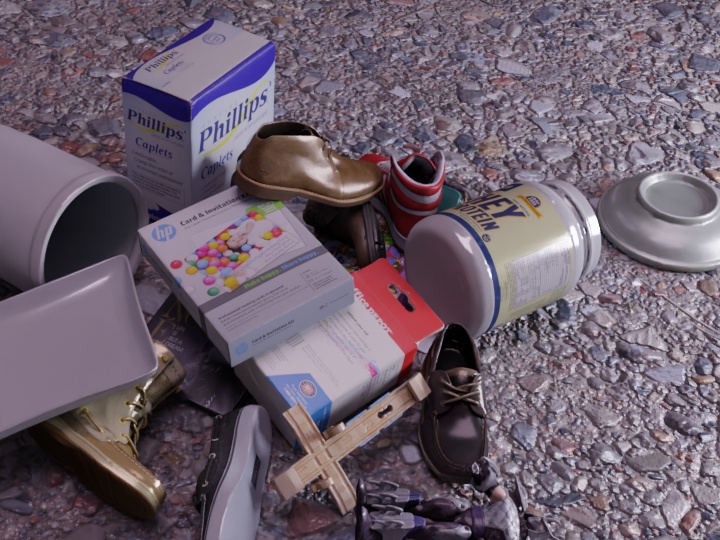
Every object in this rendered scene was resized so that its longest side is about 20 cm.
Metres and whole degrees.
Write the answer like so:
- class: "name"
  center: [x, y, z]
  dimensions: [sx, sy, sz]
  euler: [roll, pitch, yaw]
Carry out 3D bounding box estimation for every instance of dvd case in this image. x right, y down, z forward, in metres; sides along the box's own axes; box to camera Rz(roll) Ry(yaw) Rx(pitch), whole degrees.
- class: "dvd case"
  center: [-0.157, 0.062, 1.365]
  dimensions: [0.147, 0.016, 0.201]
  euler: [20, 54, 20]

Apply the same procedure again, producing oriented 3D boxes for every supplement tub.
- class: "supplement tub"
  center: [0.164, -0.018, 1.413]
  dimensions: [0.198, 0.147, 0.145]
  euler: [-22, 45, -31]

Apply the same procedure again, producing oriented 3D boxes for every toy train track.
- class: "toy train track"
  center: [-0.002, 0.160, 1.215]
  dimensions: [0.199, 0.032, 0.116]
  euler: [-33, 91, -31]

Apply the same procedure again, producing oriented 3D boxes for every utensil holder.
- class: "utensil holder"
  center: [-0.372, -0.062, 1.415]
  dimensions: [0.198, 0.172, 0.170]
  euler: [24, 43, 27]

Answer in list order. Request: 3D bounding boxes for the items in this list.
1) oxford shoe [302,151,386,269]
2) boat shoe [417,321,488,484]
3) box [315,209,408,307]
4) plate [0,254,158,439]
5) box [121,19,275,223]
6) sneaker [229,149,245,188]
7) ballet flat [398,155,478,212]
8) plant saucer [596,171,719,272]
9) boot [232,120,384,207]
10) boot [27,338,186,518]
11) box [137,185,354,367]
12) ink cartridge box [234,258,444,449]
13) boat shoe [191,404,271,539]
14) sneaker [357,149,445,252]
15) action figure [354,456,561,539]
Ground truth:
- class: "oxford shoe"
  center: [-0.021, -0.056, 1.460]
  dimensions: [0.083, 0.073, 0.201]
  euler: [-21, 40, -4]
- class: "boat shoe"
  center: [0.095, 0.132, 1.283]
  dimensions: [0.073, 0.074, 0.201]
  euler: [-1, 39, -5]
- class: "box"
  center: [0.000, 0.000, 1.467]
  dimensions: [0.135, 0.040, 0.200]
  euler: [18, 41, 17]
- class: "plate"
  center: [-0.309, 0.083, 1.248]
  dimensions: [0.197, 0.033, 0.201]
  euler: [-22, 40, -6]
- class: "box"
  center: [-0.199, -0.179, 1.543]
  dimensions: [0.104, 0.202, 0.184]
  euler: [22, 42, 21]
- class: "sneaker"
  center: [-0.114, -0.076, 1.446]
  dimensions: [0.069, 0.110, 0.200]
  euler: [19, 7, -25]
- class: "ballet flat"
  center: [0.101, -0.089, 1.564]
  dimensions: [0.071, 0.073, 0.200]
  euler: [-12, 25, -18]
- class: "plant saucer"
  center: [0.406, -0.079, 1.586]
  dimensions: [0.197, 0.051, 0.202]
  euler: [2, 38, -2]
- class: "boot"
  center: [-0.044, -0.121, 1.383]
  dimensions: [0.198, 0.076, 0.074]
  euler: [0, 33, -40]
- class: "boot"
  center: [-0.227, 0.148, 1.234]
  dimensions: [0.199, 0.074, 0.155]
  euler: [26, 51, 35]
- class: "box"
  center: [-0.122, -0.005, 1.305]
  dimensions: [0.154, 0.042, 0.200]
  euler: [-26, 48, -23]
- class: "ink cartridge box"
  center: [-0.021, 0.083, 1.306]
  dimensions: [0.199, 0.068, 0.116]
  euler: [-30, 64, -27]
- class: "boat shoe"
  center: [-0.130, 0.211, 1.184]
  dimensions: [0.056, 0.069, 0.201]
  euler: [-9, 35, 15]
- class: "sneaker"
  center: [0.048, -0.118, 1.495]
  dimensions: [0.070, 0.114, 0.201]
  euler: [-9, 38, -20]
- class: "action figure"
  center: [0.093, 0.237, 1.160]
  dimensions: [0.196, 0.070, 0.131]
  euler: [4, 34, -4]
